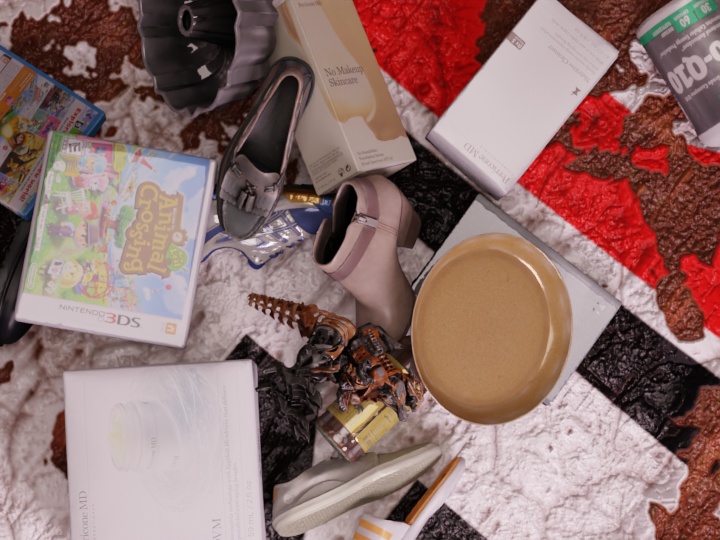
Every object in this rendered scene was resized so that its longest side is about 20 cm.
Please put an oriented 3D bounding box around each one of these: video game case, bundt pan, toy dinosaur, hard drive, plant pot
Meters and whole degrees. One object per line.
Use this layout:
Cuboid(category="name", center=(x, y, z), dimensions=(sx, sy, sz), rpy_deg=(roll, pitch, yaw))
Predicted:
Cuboid(category="video game case", center=(-0.253, -0.032, 1.642), dimensions=(0.180, 0.022, 0.203), rpy_deg=(10, 83, -2))
Cuboid(category="bundt pan", center=(-0.155, -0.266, 1.669), dimensions=(0.075, 0.201, 0.204), rpy_deg=(-8, 85, -37))
Cuboid(category="toy dinosaur", center=(-0.033, 0.095, 1.616), dimensions=(0.199, 0.103, 0.136), rpy_deg=(25, 57, 29))
Cuboid(category="hard drive", center=(0.166, 0.032, 1.725), dimensions=(0.199, 0.033, 0.140), rpy_deg=(37, 85, 1))
Cuboid(category="plant pot", center=(0.135, 0.061, 1.660), dimensions=(0.198, 0.027, 0.203), rpy_deg=(-2, 94, -26))
Cuboid(category="video game case", center=(-0.393, -0.162, 1.693), dimensions=(0.199, 0.018, 0.144), rpy_deg=(32, 74, 12))

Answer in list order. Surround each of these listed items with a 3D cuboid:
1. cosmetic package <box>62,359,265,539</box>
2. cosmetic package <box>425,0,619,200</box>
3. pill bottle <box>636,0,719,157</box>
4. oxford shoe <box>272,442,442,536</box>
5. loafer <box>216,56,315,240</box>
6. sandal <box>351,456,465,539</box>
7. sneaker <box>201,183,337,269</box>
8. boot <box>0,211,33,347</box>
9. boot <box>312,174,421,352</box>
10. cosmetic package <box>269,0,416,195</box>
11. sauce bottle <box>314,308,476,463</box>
Cuboid(category="cosmetic package", center=(-0.203, 0.199, 1.651), dimensions=(0.197, 0.123, 0.202), rpy_deg=(-4, 85, -2))
Cuboid(category="cosmetic package", center=(0.174, -0.188, 1.720), dimensions=(0.112, 0.081, 0.201), rpy_deg=(38, 84, -1))
Cuboid(category="pill bottle", center=(0.396, -0.207, 1.715), dimensions=(0.112, 0.113, 0.201), rpy_deg=(-32, 87, -5))
Cuboid(category="oxford shoe", center=(-0.008, 0.220, 1.687), dimensions=(0.198, 0.075, 0.058), rpy_deg=(-22, 62, -5))
Cuboid(category="loafer", center=(-0.103, -0.123, 1.625), dimensions=(0.071, 0.063, 0.202), rpy_deg=(20, 102, -4))
Cuboid(category="sandal", center=(0.032, 0.270, 1.682), dimensions=(0.059, 0.079, 0.207), rpy_deg=(38, 76, 2))
Cuboid(category="sneaker", center=(-0.092, -0.047, 1.710), dimensions=(0.197, 0.075, 0.089), rpy_deg=(1, 100, 1))
Cuboid(category="boot", center=(-0.292, 0.008, 1.684), dimensions=(0.166, 0.076, 0.202), rpy_deg=(20, 79, 3))
Cuboid(category="boot", center=(0.000, 0.000, 1.656), dimensions=(0.070, 0.146, 0.203), rpy_deg=(11, 88, 34))
Cuboid(category="cosmetic package", center=(-0.028, -0.190, 1.688), dimensions=(0.105, 0.071, 0.202), rpy_deg=(-17, 83, -48))
Cuboid(category="sauce bottle", center=(0.041, 0.116, 1.669), dimensions=(0.200, 0.065, 0.065), rpy_deg=(-41, 88, -10))
